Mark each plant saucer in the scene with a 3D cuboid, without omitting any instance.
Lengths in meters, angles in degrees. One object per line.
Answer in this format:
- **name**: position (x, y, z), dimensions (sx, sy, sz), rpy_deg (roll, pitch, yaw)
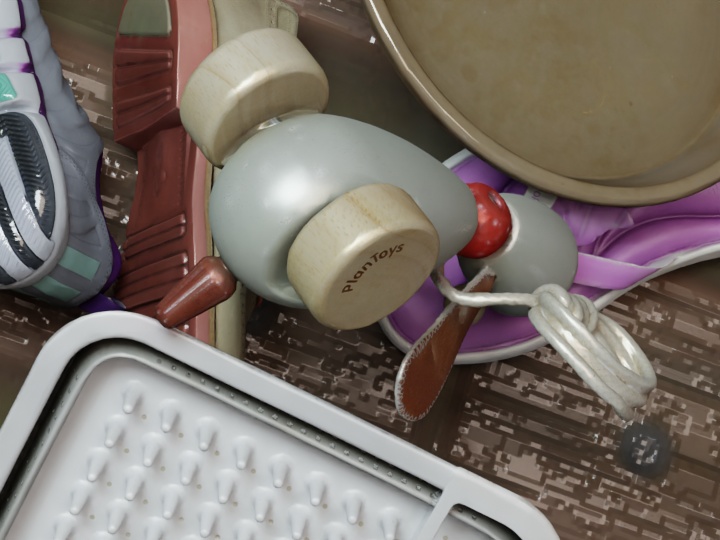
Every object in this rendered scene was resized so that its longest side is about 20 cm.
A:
- **plant saucer**: position (0.079, -0.116, 1.113), dimensions (0.199, 0.029, 0.201), rpy_deg (10, 68, -25)

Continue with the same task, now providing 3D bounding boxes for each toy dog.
- **toy dog**: position (0.000, 0.000, 1.014), dimensions (0.096, 0.132, 0.200), rpy_deg (-42, 131, 16)

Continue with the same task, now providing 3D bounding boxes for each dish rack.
- **dish rack**: position (-0.044, 0.111, 1.036), dimensions (0.199, 0.044, 0.172), rpy_deg (26, 110, -8)

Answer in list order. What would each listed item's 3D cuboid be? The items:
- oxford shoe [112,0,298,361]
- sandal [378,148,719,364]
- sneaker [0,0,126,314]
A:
- **oxford shoe**: position (-0.047, -0.011, 1.083), dimensions (0.074, 0.070, 0.202), rpy_deg (4, 85, -32)
- **sandal**: position (0.095, -0.027, 1.131), dimensions (0.202, 0.050, 0.083), rpy_deg (-22, 84, -18)
- **sneaker**: position (-0.139, -0.071, 1.084), dimensions (0.074, 0.087, 0.201), rpy_deg (-24, 62, 16)
